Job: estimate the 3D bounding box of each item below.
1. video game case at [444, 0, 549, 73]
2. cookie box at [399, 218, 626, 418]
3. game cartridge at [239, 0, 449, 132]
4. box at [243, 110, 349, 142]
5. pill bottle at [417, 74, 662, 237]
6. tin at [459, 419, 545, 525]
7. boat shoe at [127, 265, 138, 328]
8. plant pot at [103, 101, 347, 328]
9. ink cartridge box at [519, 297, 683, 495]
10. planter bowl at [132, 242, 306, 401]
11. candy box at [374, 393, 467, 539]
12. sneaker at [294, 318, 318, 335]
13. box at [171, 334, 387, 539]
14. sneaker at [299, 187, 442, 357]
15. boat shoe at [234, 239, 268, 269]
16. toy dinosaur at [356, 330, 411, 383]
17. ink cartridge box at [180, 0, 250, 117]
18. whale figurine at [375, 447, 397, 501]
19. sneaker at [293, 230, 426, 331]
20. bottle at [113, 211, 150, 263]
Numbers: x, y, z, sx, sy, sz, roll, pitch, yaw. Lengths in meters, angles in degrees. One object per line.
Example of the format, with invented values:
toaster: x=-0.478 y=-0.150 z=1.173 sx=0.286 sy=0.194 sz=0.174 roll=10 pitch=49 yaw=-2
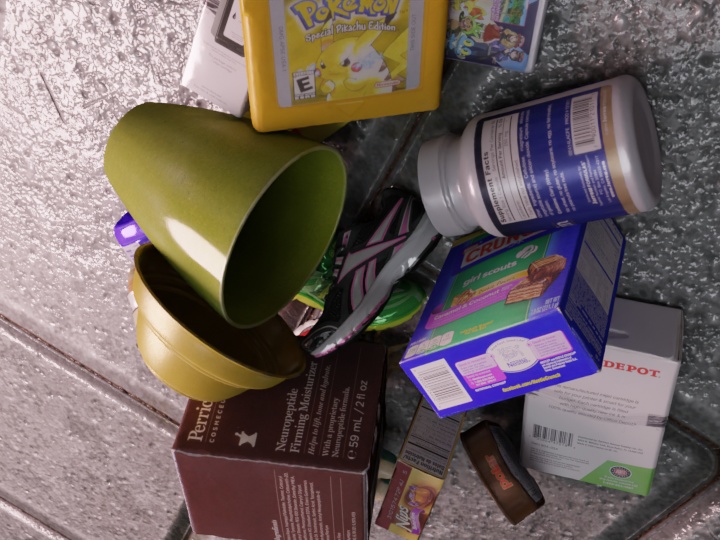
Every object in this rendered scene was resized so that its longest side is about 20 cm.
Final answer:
video game case: x=0.076 y=-0.276 z=0.728 sx=0.179 sy=0.023 sz=0.202 roll=12 pitch=128 yaw=9
cookie box: x=0.147 y=0.026 z=0.816 sx=0.170 sy=0.201 sz=0.076 roll=-23 pitch=113 yaw=35
game cartridge: x=-0.011 y=-0.209 z=0.713 sx=0.173 sy=0.033 sz=0.202 roll=-9 pitch=141 yaw=-8
box: x=-0.065 y=-0.157 z=0.873 sx=0.199 sy=0.050 sz=0.076 roll=-27 pitch=110 yaw=37
pill bottle: x=0.157 y=-0.094 z=0.777 sx=0.197 sy=0.116 sz=0.117 roll=-10 pitch=121 yaw=31
tin: x=0.163 y=0.225 z=0.980 sx=0.041 sy=0.200 sz=0.113 roll=-29 pitch=73 yaw=8
boat shoe: x=-0.168 y=0.018 z=0.989 sx=0.074 sy=0.198 sz=0.069 roll=-34 pitch=68 yaw=42
plant pot: x=-0.145 y=-0.076 z=0.839 sx=0.198 sy=0.187 sz=0.189 roll=31 pitch=134 yaw=21
ink cartridge box: x=0.251 y=0.128 z=0.921 sx=0.143 sy=0.084 sz=0.202 roll=11 pitch=129 yaw=17
planter bowl: x=-0.156 y=0.067 z=0.851 sx=0.199 sy=0.201 sz=0.084 roll=37 pitch=103 yaw=-6
candy box: x=0.080 y=0.180 z=0.962 sx=0.056 sy=0.201 sz=0.118 roll=22 pitch=132 yaw=8
sneaker: x=-0.083 y=0.126 z=1.071 sx=0.198 sy=0.085 sz=0.077 roll=-26 pitch=112 yaw=34
box: x=-0.076 y=0.183 z=0.940 sx=0.196 sy=0.167 sz=0.166 roll=5 pitch=135 yaw=5
sneaker: x=0.000 y=0.000 z=0.904 sx=0.086 sy=0.200 sz=0.080 roll=40 pitch=170 yaw=8
boat shoe: x=-0.162 y=-0.049 z=0.961 sx=0.200 sy=0.071 sz=0.066 roll=40 pitch=136 yaw=17
toy dinosaur: x=-0.009 y=0.105 z=0.993 sx=0.196 sy=0.058 sz=0.103 roll=-8 pitch=120 yaw=-1
ink cartridge box: x=-0.082 y=-0.252 z=0.767 sx=0.067 sy=0.117 sz=0.201 roll=30 pitch=130 yaw=0
whale figurine: x=-0.015 y=0.235 z=1.133 sx=0.157 sy=0.105 sz=0.200 roll=-5 pitch=147 yaw=31
sneaker: x=-0.023 y=0.005 z=0.962 sx=0.197 sy=0.074 sz=0.084 roll=17 pitch=134 yaw=13
bottle: x=-0.212 y=0.008 z=1.056 sx=0.083 sy=0.066 sz=0.201 roll=-19 pitch=116 yaw=29
